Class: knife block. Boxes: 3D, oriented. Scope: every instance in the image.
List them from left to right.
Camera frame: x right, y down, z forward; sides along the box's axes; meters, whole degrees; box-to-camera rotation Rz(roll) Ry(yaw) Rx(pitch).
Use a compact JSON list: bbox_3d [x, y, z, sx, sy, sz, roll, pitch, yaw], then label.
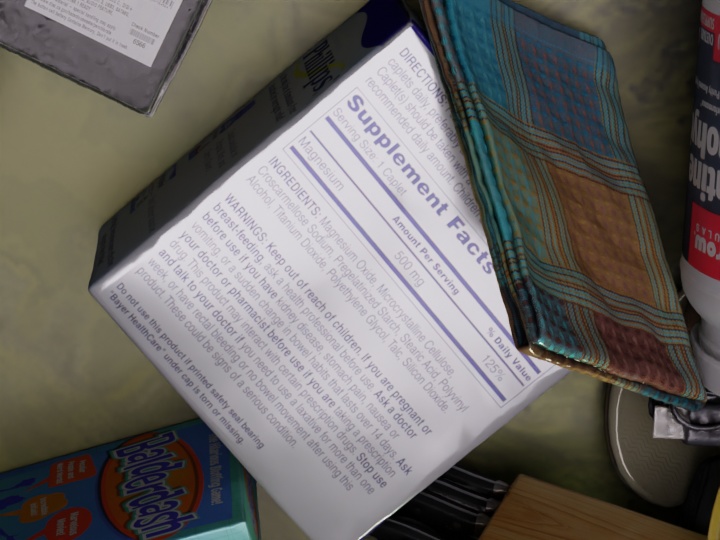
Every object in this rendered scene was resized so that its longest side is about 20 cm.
[{"bbox_3d":[0.098,0.147,1.081,0.199,0.176,0.064,-11,130,-18],"label":"knife block"}]

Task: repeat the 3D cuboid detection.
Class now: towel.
[{"bbox_3d":[0.095,-0.039,0.979,0.022,0.201,0.146,-31,148,31],"label":"towel"}]

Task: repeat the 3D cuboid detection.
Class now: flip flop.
[{"bbox_3d":[0.198,0.035,1.093,0.081,0.058,0.200,35,100,-14],"label":"flip flop"}]

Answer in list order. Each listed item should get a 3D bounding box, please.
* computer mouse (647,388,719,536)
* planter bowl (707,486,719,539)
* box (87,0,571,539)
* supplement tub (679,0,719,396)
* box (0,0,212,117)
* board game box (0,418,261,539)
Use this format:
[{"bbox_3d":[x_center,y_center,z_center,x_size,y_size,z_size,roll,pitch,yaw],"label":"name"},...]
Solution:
[{"bbox_3d":[0.199,0.143,1.097,0.138,0.053,0.201,2,125,-12],"label":"computer mouse"},{"bbox_3d":[0.270,0.141,1.002,0.199,0.083,0.202,3,78,-13],"label":"planter bowl"},{"bbox_3d":[0.000,0.000,1.041,0.200,0.105,0.184,-38,105,7],"label":"box"},{"bbox_3d":[0.221,-0.044,0.985,0.139,0.140,0.201,0,106,-5],"label":"supplement tub"},{"bbox_3d":[-0.162,-0.163,0.948,0.199,0.164,0.086,25,103,-11],"label":"box"},{"bbox_3d":[-0.148,0.137,1.043,0.199,0.152,0.045,-15,107,-1],"label":"board game box"}]
